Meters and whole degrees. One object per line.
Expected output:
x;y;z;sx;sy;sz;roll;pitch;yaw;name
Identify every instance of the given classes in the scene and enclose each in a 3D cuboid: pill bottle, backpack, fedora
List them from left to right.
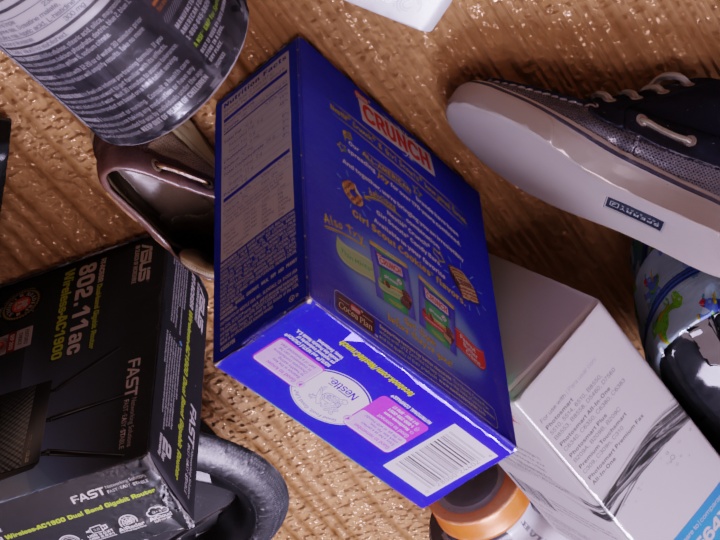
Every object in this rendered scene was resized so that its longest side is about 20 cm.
-0.153;-0.159;0.886;0.106;0.107;0.200;-28;131;22;pill bottle
-0.145;0.129;1.196;0.198;0.092;0.201;-8;142;-6;fedora
0.114;0.200;1.287;0.105;0.107;0.200;-20;134;14;pill bottle
0.244;0.040;1.128;0.162;0.155;0.200;-23;153;23;backpack

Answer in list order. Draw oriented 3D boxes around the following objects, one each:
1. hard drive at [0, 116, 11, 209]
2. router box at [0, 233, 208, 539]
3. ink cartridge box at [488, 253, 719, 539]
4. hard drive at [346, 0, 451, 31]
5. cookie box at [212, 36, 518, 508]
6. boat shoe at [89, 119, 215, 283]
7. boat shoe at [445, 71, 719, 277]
-0.307;-0.041;1.053;0.198;0.033;0.140;7;134;-13;hard drive
-0.170;0.079;1.066;0.149;0.201;0.062;-18;128;13;router box
0.132;0.094;1.120;0.084;0.146;0.200;-46;119;-11;ink cartridge box
0.028;-0.219;0.912;0.131;0.026;0.200;18;130;-22;hard drive
0.000;0.000;1.006;0.075;0.201;0.171;-32;129;27;cookie box
-0.085;-0.021;1.067;0.072;0.072;0.200;-26;132;20;boat shoe
0.153;-0.078;1.044;0.199;0.093;0.075;28;159;2;boat shoe
